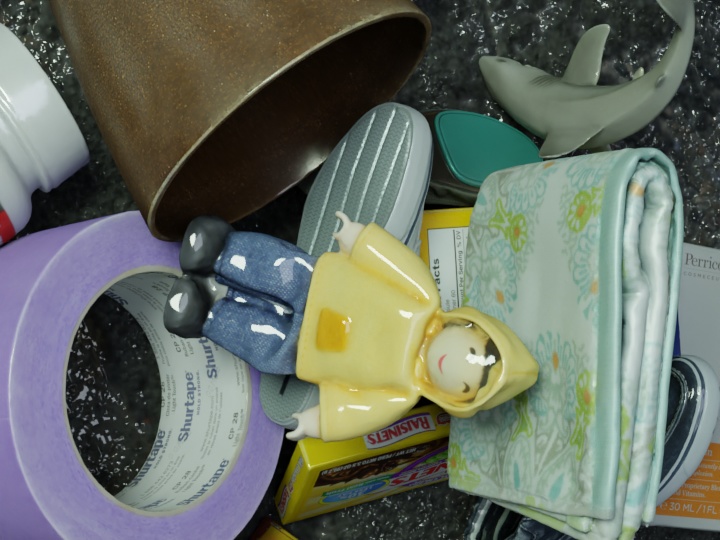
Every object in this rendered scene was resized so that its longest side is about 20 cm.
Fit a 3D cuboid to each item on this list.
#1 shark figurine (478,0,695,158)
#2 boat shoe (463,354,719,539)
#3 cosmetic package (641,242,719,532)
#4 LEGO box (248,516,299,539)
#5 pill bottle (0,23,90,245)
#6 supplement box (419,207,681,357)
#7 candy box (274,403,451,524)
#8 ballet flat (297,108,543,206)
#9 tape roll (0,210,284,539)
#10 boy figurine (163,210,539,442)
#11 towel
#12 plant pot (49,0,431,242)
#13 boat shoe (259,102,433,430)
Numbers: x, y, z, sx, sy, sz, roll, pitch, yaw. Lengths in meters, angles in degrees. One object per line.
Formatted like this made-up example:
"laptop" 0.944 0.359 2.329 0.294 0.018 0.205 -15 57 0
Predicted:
"shark figurine" 0.152 -0.107 0.782 0.089 0.214 0.129 -35 96 -29
"boat shoe" 0.155 0.134 0.826 0.090 0.071 0.201 19 114 -34
"cosmetic package" 0.242 0.086 0.903 0.100 0.071 0.203 8 87 -21
"LEGO box" -0.067 0.265 0.742 0.077 0.149 0.201 39 77 -16
"pill bottle" -0.259 -0.044 0.686 0.199 0.114 0.115 -38 103 -17
"supplement box" 0.102 0.011 0.828 0.197 0.109 0.111 -4 91 -22
"candy box" 0.045 0.118 0.813 0.198 0.103 0.027 -12 65 -20
"ballet flat" 0.037 -0.073 0.826 0.198 0.064 0.068 1 67 -39
"tape roll" -0.139 0.071 0.705 0.199 0.084 0.203 9 78 -48
"boy figurine" -0.005 0.037 0.653 0.198 0.064 0.126 19 90 16
"towel" 0.105 0.038 0.679 0.048 0.171 0.203 8 87 -24
"plant pot" -0.092 -0.153 0.669 0.186 0.187 0.201 -33 80 -17
"boat shoe" 0.000 0.000 0.729 0.066 0.073 0.202 12 106 -47
